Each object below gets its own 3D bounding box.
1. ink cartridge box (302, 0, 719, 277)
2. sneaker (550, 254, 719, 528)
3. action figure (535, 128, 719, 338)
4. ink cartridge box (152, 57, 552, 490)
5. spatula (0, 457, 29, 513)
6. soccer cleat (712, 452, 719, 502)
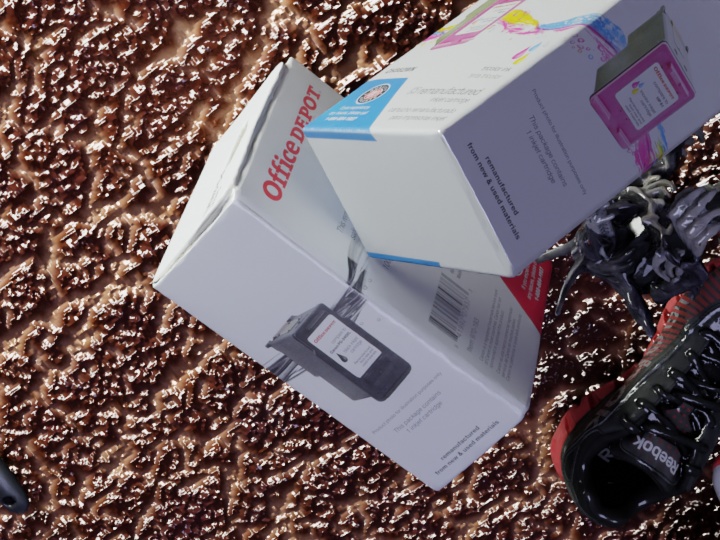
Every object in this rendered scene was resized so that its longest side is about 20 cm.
[{"bbox_3d":[0.093,-0.090,1.041,0.200,0.144,0.085,-36,110,-22],"label":"ink cartridge box"},{"bbox_3d":[0.184,0.072,1.195,0.071,0.098,0.201,35,113,-11],"label":"sneaker"},{"bbox_3d":[0.181,-0.045,1.126,0.199,0.119,0.102,-24,145,9],"label":"action figure"},{"bbox_3d":[0.000,0.000,1.141,0.200,0.146,0.083,37,125,-13],"label":"ink cartridge box"},{"bbox_3d":[-0.266,0.075,1.272,0.056,0.021,0.200,-25,116,30],"label":"spatula"},{"bbox_3d":[0.301,0.106,1.203,0.199,0.069,0.086,-20,70,17],"label":"soccer cleat"}]
